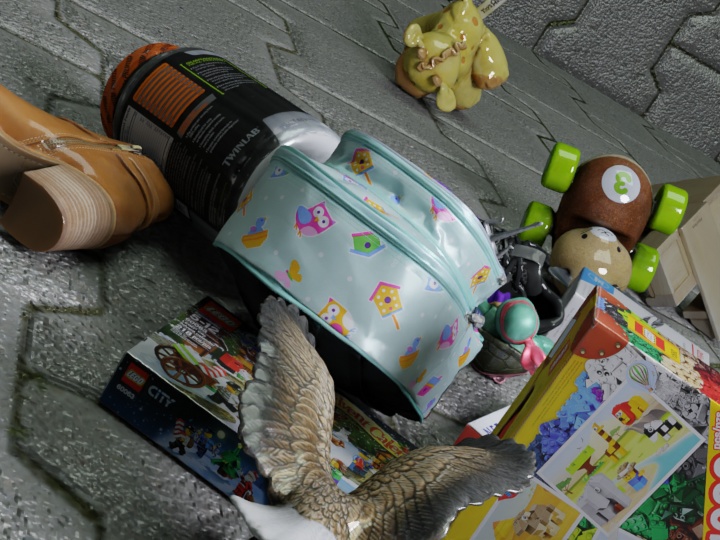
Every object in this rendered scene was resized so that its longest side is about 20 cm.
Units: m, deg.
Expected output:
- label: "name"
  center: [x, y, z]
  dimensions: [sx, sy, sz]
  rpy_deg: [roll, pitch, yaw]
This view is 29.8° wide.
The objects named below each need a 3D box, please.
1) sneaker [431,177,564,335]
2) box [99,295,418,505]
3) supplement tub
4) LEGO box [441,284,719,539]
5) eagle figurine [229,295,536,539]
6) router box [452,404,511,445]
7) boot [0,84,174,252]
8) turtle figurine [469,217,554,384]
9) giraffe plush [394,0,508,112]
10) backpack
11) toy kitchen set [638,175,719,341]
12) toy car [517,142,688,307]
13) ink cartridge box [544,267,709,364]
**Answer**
- label: "sneaker"
  center: [0.112, -0.014, 1.165]
  dimensions: [0.099, 0.070, 0.200]
  rpy_deg: [-6, -44, 45]
- label: "box"
  center: [-0.046, 0.102, 0.824]
  dimensions: [0.199, 0.038, 0.137]
  rpy_deg: [35, 19, 4]
- label: "supplement tub"
  center: [-0.109, -0.094, 1.044]
  dimensions: [0.122, 0.124, 0.199]
  rpy_deg: [10, 21, -49]
- label: "LEGO box"
  center: [0.142, 0.137, 0.794]
  dimensions: [0.148, 0.201, 0.077]
  rpy_deg: [33, 18, 2]
- label: "eagle figurine"
  center: [-0.014, 0.111, 0.681]
  dimensions: [0.150, 0.201, 0.152]
  rpy_deg: [2, -43, 41]
- label: "router box"
  center: [0.168, 0.172, 0.989]
  dimensions: [0.179, 0.049, 0.199]
  rpy_deg: [41, 20, 19]
- label: "boot"
  center: [-0.225, -0.096, 0.946]
  dimensions: [0.200, 0.077, 0.155]
  rpy_deg: [41, 21, 11]
- label: "turtle figurine"
  center: [0.116, 0.038, 1.070]
  dimensions: [0.150, 0.101, 0.200]
  rpy_deg: [47, -17, 0]
- label: "giraffe plush"
  center: [0.118, -0.302, 1.940]
  dimensions: [0.172, 0.201, 0.162]
  rpy_deg: [39, 48, 6]
- label: "backpack"
  center: [0.000, 0.000, 0.897]
  dimensions: [0.175, 0.154, 0.200]
  rpy_deg: [38, 2, 18]
- label: "toy kitchen set"
  center: [0.397, 0.000, 1.787]
  dimensions: [0.200, 0.179, 0.165]
  rpy_deg: [-39, 112, -37]
- label: "toy car"
  center: [0.263, -0.025, 1.504]
  dimensions: [0.162, 0.159, 0.201]
  rpy_deg: [21, 31, 1]
- label: "ink cartridge box"
  center: [0.282, 0.090, 1.347]
  dimensions: [0.199, 0.068, 0.116]
  rpy_deg: [35, 19, 4]
